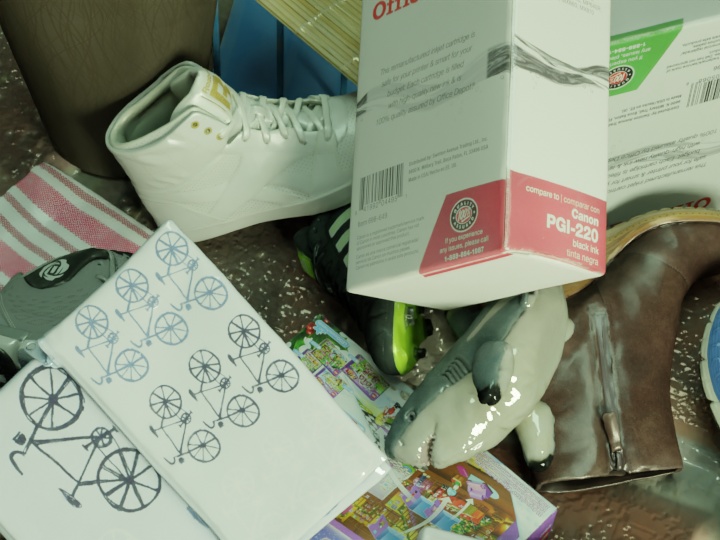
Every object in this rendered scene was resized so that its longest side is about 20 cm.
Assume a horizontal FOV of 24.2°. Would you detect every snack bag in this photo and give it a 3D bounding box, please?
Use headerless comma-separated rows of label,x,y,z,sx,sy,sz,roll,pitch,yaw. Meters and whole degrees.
snack bag,-0.116,0.105,0.936,0.200,0.021,0.189,-41,94,3

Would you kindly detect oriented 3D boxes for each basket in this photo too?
basket,-0.167,-0.168,1.123,0.179,0.200,0.136,12,55,9

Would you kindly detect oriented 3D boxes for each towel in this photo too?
towel,-0.217,0.021,1.090,0.146,0.030,0.200,32,58,18

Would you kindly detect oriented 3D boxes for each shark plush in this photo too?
shark plush,0.078,0.027,1.015,0.083,0.091,0.201,2,68,35

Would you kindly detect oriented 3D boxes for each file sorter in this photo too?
file sorter,-0.001,-0.192,1.201,0.199,0.123,0.139,9,53,4

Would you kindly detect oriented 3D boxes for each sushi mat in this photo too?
sushi mat,-0.010,-0.183,1.112,0.200,0.012,0.096,41,65,19

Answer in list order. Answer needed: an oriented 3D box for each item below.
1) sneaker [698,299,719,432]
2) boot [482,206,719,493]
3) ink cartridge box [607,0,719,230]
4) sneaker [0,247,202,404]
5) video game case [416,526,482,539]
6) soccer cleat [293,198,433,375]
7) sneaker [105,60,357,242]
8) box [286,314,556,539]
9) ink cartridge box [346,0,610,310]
sneaker,0.267,0.090,1.016,0.078,0.089,0.201,15,52,-31
boot,0.180,0.052,1.080,0.199,0.072,0.167,-10,67,-12
ink cartridge box,0.176,-0.110,1.103,0.146,0.201,0.083,-15,52,-14
sneaker,-0.141,0.036,1.018,0.199,0.075,0.116,15,49,17
video game case,0.102,0.254,0.913,0.181,0.023,0.201,15,59,-4
soccer cleat,0.000,0.000,1.091,0.081,0.068,0.200,-13,39,6
sneaker,-0.064,-0.091,1.084,0.199,0.116,0.074,-20,50,11
box,-0.002,0.133,1.013,0.200,0.039,0.137,39,60,23
ink cartridge box,0.068,-0.089,0.977,0.084,0.145,0.201,12,74,-36
